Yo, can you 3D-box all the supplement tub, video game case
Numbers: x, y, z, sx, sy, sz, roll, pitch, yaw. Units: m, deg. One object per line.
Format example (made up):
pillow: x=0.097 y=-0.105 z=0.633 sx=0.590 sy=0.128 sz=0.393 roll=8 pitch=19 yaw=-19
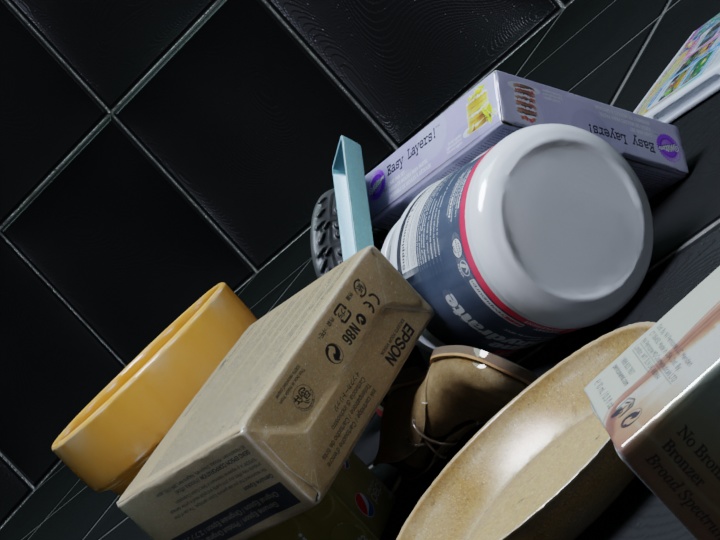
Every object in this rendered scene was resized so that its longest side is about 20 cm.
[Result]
supplement tub: x=0.105 y=-0.013 z=1.142 sx=0.140 sy=0.140 sz=0.200 roll=-46 pitch=6 yaw=-24
video game case: x=0.342 y=-0.211 z=1.487 sx=0.182 sy=0.024 sz=0.200 roll=-36 pitch=11 yaw=50

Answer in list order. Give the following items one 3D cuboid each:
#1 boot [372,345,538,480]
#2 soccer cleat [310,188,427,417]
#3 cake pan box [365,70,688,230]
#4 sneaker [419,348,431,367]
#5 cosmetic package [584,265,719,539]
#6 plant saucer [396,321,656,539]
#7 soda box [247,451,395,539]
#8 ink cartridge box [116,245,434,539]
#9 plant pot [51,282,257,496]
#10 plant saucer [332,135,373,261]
boot: x=0.061 y=0.101 z=1.085 sx=0.076 sy=0.073 sz=0.200 roll=-66 pitch=10 yaw=-21
soccer cleat: x=0.004 y=0.030 z=1.301 sx=0.068 sy=0.201 sz=0.073 roll=-16 pitch=-18 yaw=-10
cake pan box: x=0.132 y=-0.074 z=1.268 sx=0.184 sy=0.199 sz=0.053 roll=-35 pitch=51 yaw=50
sneaker: x=0.040 y=0.068 z=1.412 sx=0.200 sy=0.081 sz=0.084 roll=-39 pitch=-13 yaw=-37
cosmetic package: x=0.191 y=0.023 z=0.579 sx=0.200 sy=0.103 sz=0.087 roll=-44 pitch=8 yaw=7
plant saucer: x=0.099 y=0.109 z=0.864 sx=0.200 sy=0.035 sz=0.200 roll=-42 pitch=7 yaw=6
soda box: x=-0.070 y=0.206 z=1.127 sx=0.200 sy=0.068 sz=0.064 roll=-41 pitch=8 yaw=22
ink cartridge box: x=-0.056 y=0.094 z=1.103 sx=0.164 sy=0.075 sz=0.200 roll=-34 pitch=16 yaw=46
plant pot: x=-0.126 y=0.145 z=1.344 sx=0.200 sy=0.183 sz=0.200 roll=-42 pitch=6 yaw=5
plant saucer: x=0.000 y=0.000 z=1.234 sx=0.019 sy=0.202 sz=0.070 roll=-3 pitch=-18 yaw=-9
